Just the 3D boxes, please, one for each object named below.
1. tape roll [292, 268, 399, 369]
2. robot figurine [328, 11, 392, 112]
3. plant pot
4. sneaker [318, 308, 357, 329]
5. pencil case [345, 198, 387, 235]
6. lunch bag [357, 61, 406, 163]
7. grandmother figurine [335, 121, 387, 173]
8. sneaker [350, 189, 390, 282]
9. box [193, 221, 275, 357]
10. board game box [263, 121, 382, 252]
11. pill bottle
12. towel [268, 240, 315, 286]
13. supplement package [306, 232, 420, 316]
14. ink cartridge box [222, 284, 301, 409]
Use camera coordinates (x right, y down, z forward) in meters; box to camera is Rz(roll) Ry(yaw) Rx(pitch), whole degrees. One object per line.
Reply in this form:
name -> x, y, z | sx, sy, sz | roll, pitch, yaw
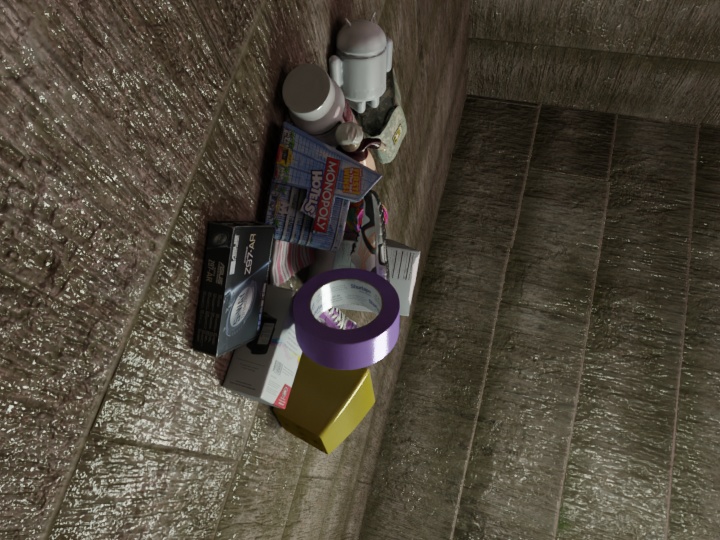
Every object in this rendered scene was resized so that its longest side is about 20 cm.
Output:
tape roll -> -0.025, 0.084, 1.013 | 0.202, 0.195, 0.067 | -63, 159, -47
robot figurine -> 0.003, -0.456, 1.211 | 0.168, 0.113, 0.203 | -30, 140, -26
plant pot -> -0.095, 0.307, 1.302 | 0.178, 0.196, 0.202 | -58, 158, -27
sneaker -> -0.062, 0.113, 1.410 | 0.202, 0.111, 0.074 | 79, 29, -55
pencil case -> -0.022, -0.121, 1.204 | 0.086, 0.199, 0.091 | -9, 109, -28
lunch bag -> 0.053, -0.387, 1.375 | 0.164, 0.114, 0.206 | 43, 41, -73
grandmother figurine -> -0.006, -0.223, 1.065 | 0.200, 0.119, 0.062 | 51, 14, -72
sneaker -> 0.013, -0.055, 1.086 | 0.074, 0.078, 0.206 | -47, 135, -75
box -> -0.204, 0.023, 0.908 | 0.160, 0.042, 0.206 | -16, 117, -75
board game box -> -0.067, -0.142, 1.005 | 0.062, 0.195, 0.206 | -162, -98, -76
pill bottle -> -0.074, -0.297, 1.041 | 0.200, 0.107, 0.112 | 40, 63, -75
towel -> -0.135, -0.062, 1.148 | 0.200, 0.029, 0.150 | -43, 142, -67
supplement package -> 0.000, 0.000, 1.247 | 0.191, 0.195, 0.151 | -149, -112, -69
ink cartridge box -> -0.170, 0.147, 1.059 | 0.146, 0.081, 0.205 | 63, 40, -66
